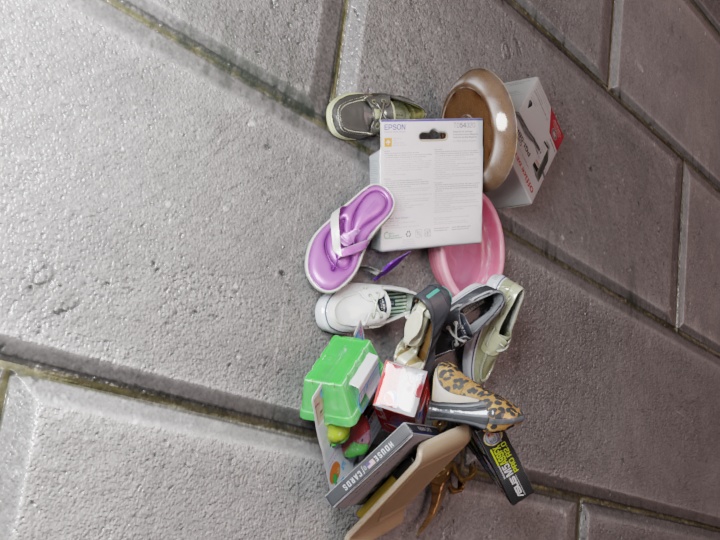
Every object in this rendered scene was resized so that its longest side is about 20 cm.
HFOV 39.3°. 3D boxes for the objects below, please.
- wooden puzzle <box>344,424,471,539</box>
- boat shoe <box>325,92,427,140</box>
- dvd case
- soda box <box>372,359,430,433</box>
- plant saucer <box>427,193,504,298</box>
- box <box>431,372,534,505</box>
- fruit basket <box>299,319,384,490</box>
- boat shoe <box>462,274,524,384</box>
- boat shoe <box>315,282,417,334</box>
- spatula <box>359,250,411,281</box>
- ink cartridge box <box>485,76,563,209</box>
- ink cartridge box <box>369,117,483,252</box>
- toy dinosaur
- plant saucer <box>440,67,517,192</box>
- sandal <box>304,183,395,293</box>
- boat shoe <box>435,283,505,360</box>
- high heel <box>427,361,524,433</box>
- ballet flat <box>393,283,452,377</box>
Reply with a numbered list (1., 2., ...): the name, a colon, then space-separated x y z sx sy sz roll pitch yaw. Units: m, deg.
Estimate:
1. wooden puzzle: 0.068 0.311 1.477 0.201 0.037 0.184 -55 159 19
2. boat shoe: 0.029 -0.242 1.552 0.200 0.065 0.073 -12 97 -50
3. dvd case: 0.038 0.275 1.422 0.150 0.025 0.200 -44 161 5
4. soda box: 0.062 0.191 1.462 0.200 0.062 0.071 77 29 -70
5. plant saucer: 0.177 -0.040 1.728 0.199 0.050 0.204 5 83 -51
6. box: 0.194 0.259 1.620 0.044 0.200 0.161 -30 117 -5
7. fruit basket: -0.011 0.204 1.441 0.186 0.092 0.202 -53 135 -49
8. boat shoe: 0.225 0.109 1.718 0.071 0.062 0.203 -9 117 -50
9. boat shoe: 0.017 0.048 1.510 0.199 0.066 0.075 -14 97 -50
10. spatula: 0.000 0.000 1.519 0.198 0.057 0.021 -7 61 -44
11. ink cartridge box: 0.287 -0.234 1.855 0.148 0.082 0.201 57 47 -31
12. ink cartridge box: 0.105 -0.137 1.587 0.194 0.043 0.203 -5 99 -29
13. toy dinosaur: 0.133 0.341 1.648 0.105 0.060 0.203 16 67 -24
14. plant saucer: 0.185 -0.229 1.657 0.032 0.199 0.204 -9 94 -27
15. sandal: -0.016 -0.058 1.463 0.082 0.050 0.204 32 61 0
16. boat shoe: 0.153 0.092 1.629 0.199 0.068 0.072 -34 111 -21
17. high heel: 0.178 0.192 1.536 0.200 0.140 0.073 -61 155 -73
18. ballet flat: 0.083 0.111 1.540 0.073 0.073 0.202 -25 140 -48
